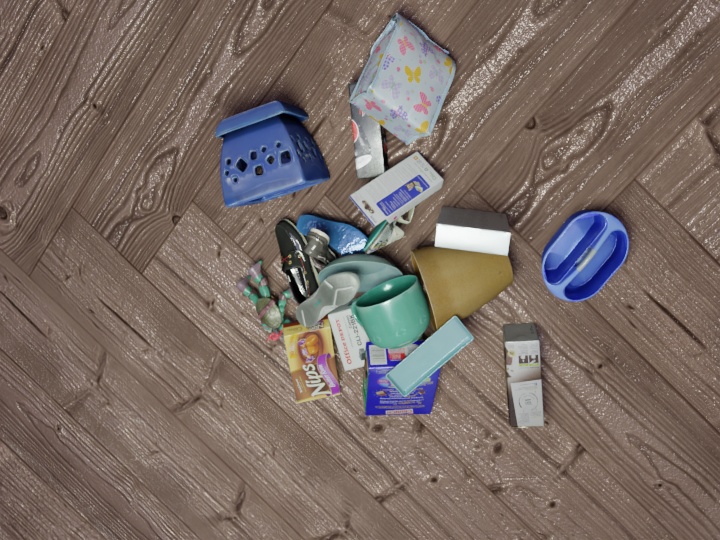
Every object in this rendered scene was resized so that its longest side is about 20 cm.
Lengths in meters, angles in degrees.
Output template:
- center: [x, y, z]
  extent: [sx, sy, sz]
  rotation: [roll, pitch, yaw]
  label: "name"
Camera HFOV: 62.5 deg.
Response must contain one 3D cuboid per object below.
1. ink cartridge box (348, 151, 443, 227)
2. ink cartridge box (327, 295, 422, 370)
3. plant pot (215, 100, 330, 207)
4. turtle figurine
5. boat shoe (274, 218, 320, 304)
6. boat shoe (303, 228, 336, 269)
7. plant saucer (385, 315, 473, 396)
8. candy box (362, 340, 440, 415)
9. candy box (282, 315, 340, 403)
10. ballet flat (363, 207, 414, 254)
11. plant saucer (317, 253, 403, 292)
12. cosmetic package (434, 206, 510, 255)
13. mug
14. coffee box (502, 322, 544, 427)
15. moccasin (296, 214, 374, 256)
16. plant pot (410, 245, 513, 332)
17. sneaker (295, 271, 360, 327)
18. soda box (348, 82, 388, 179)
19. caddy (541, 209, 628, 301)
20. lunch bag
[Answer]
- center: [0.077, -0.170, 1.278]
  extent: [0.197, 0.037, 0.095]
  rotation: [-34, 68, -20]
  label: "ink cartridge box"
- center: [0.036, 0.136, 1.409]
  extent: [0.194, 0.084, 0.149]
  rotation: [-15, 101, 15]
  label: "ink cartridge box"
- center: [-0.198, -0.257, 1.304]
  extent: [0.194, 0.200, 0.186]
  rotation: [-13, 96, 15]
  label: "plant pot"
- center: [-0.213, 0.086, 1.446]
  extent: [0.149, 0.101, 0.201]
  rotation: [-41, 87, 17]
  label: "turtle figurine"
- center: [-0.155, -0.020, 1.403]
  extent: [0.072, 0.063, 0.207]
  rotation: [-13, 102, 44]
  label: "boat shoe"
- center: [-0.097, -0.035, 1.336]
  extent: [0.065, 0.201, 0.058]
  rotation: [26, 76, 10]
  label: "boat shoe"
- center: [0.146, 0.181, 1.260]
  extent: [0.199, 0.019, 0.070]
  rotation: [-42, 106, 8]
  label: "plant saucer"
- center: [0.090, 0.251, 1.370]
  extent: [0.163, 0.079, 0.204]
  rotation: [-1, 135, -4]
  label: "candy box"
- center: [-0.118, 0.217, 1.435]
  extent: [0.113, 0.057, 0.206]
  rotation: [-10, 118, -7]
  label: "candy box"
- center: [0.076, -0.110, 1.308]
  extent: [0.070, 0.072, 0.204]
  rotation: [26, 69, 3]
  label: "ballet flat"
- center: [0.000, 0.000, 1.349]
  extent: [0.194, 0.202, 0.040]
  rotation: [-5, 68, 12]
  label: "plant saucer"
- center: [0.236, -0.087, 1.251]
  extent: [0.145, 0.200, 0.054]
  rotation: [6, 107, 10]
  label: "cosmetic package"
- center: [0.072, 0.094, 1.284]
  extent: [0.149, 0.185, 0.117]
  rotation: [-26, 101, -9]
  label: "mug"
- center: [0.370, 0.237, 1.352]
  extent: [0.077, 0.113, 0.207]
  rotation: [-5, 103, 12]
  label: "coffee box"
- center: [-0.052, -0.085, 1.383]
  extent: [0.196, 0.068, 0.082]
  rotation: [28, 96, 8]
  label: "moccasin"
- center: [0.228, 0.016, 1.306]
  extent: [0.194, 0.187, 0.192]
  rotation: [-18, 101, 0]
  label: "plant pot"
- center: [-0.068, 0.053, 1.353]
  extent: [0.198, 0.080, 0.071]
  rotation: [-35, 92, 35]
  label: "sneaker"
- center: [0.019, -0.310, 1.311]
  extent: [0.068, 0.063, 0.207]
  rotation: [-3, 103, 12]
  label: "soda box"
- center: [0.474, -0.033, 1.264]
  extent: [0.140, 0.105, 0.202]
  rotation: [36, 108, 0]
  label: "caddy"
- center: [0.094, -0.394, 1.219]
  extent: [0.167, 0.126, 0.205]
  rotation: [28, 78, -23]
  label: "lunch bag"
